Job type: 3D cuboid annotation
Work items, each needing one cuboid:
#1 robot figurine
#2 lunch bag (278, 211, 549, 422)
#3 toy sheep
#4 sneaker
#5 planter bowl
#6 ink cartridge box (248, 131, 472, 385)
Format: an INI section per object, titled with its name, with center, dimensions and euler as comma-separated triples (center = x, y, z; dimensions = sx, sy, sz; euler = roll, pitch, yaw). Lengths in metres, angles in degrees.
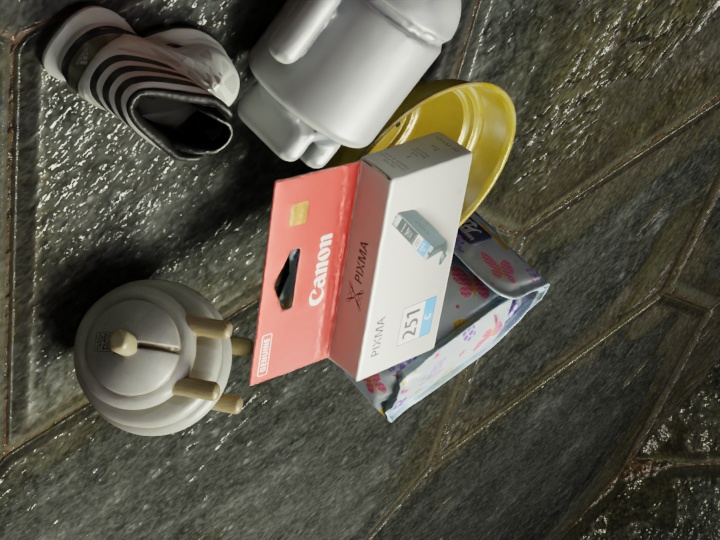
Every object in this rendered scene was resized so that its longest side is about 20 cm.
[robot figurine]
center = -0.004, -0.171, 1.325
dimensions = 0.200, 0.113, 0.170
euler = -51, 159, 14
[lunch bag]
center = 0.052, 0.008, 1.670
dimensions = 0.200, 0.170, 0.127
euler = -32, 160, -28
[toy sheep]
center = -0.162, 0.068, 1.433
dimensions = 0.138, 0.138, 0.200
euler = -44, 164, -6
[sneaker]
center = -0.121, -0.109, 1.218
dimensions = 0.076, 0.115, 0.200
euler = -52, 158, 15
[planter bowl]
center = 0.031, -0.100, 1.540
dimensions = 0.200, 0.083, 0.201
euler = -31, 147, -23
[ink cartridge box]
center = 0.000, 0.000, 1.469
dimensions = 0.176, 0.045, 0.200
euler = -20, 132, -37
